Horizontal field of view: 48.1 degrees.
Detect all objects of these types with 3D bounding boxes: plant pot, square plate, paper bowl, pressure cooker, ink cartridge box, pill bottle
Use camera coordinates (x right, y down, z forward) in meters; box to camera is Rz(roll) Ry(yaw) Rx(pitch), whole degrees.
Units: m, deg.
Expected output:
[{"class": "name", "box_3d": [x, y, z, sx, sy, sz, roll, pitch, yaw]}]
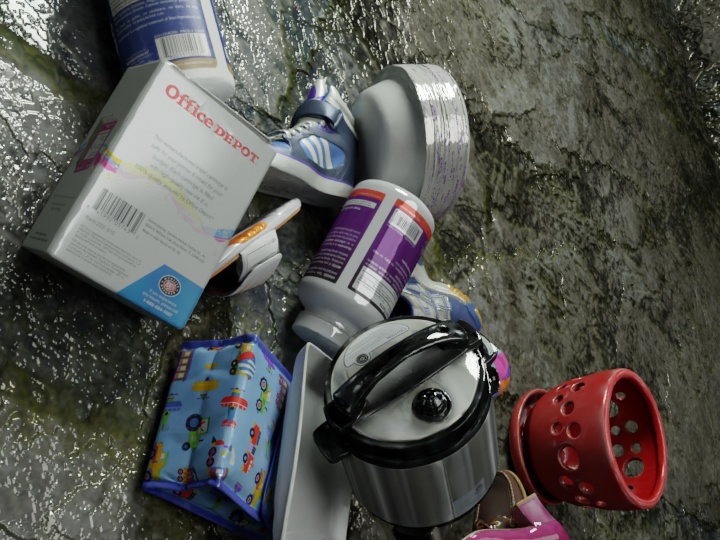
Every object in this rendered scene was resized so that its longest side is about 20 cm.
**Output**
[{"class": "plant pot", "box_3d": [0.336, 0.261, 1.214, 0.200, 0.182, 0.202, 23, 58, -43]}, {"class": "square plate", "box_3d": [-0.045, 0.195, 0.851, 0.200, 0.028, 0.200, 51, 42, -65]}, {"class": "paper bowl", "box_3d": [0.049, -0.162, 1.041, 0.104, 0.201, 0.202, -6, 79, -23]}, {"class": "pressure cooker", "box_3d": [0.055, 0.145, 0.829, 0.201, 0.177, 0.177, 75, 26, -44]}, {"class": "ink cartridge box", "box_3d": [-0.190, -0.070, 0.751, 0.144, 0.084, 0.201, 36, 74, -36]}, {"class": "pill bottle", "box_3d": [0.000, 0.000, 0.955, 0.112, 0.112, 0.201, 41, 69, -32]}, {"class": "pill bottle", "box_3d": [-0.207, -0.269, 0.842, 0.111, 0.110, 0.202, -10, 83, -51]}]

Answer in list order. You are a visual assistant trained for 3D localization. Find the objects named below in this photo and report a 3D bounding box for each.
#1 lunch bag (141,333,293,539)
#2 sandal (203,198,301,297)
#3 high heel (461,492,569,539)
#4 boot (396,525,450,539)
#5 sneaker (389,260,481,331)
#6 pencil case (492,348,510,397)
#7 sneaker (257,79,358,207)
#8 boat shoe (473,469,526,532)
[{"class": "lunch bag", "box_3d": [-0.108, 0.181, 0.816, 0.200, 0.093, 0.152, 51, 39, -47]}, {"class": "sandal", "box_3d": [-0.113, -0.018, 0.879, 0.059, 0.079, 0.207, 59, 38, -10]}, {"class": "high heel", "box_3d": [0.175, 0.369, 1.016, 0.199, 0.068, 0.096, -23, 65, -28]}, {"class": "boot", "box_3d": [0.100, 0.252, 1.024, 0.174, 0.069, 0.202, -38, 127, -50]}, {"class": "sneaker", "box_3d": [0.078, 0.052, 1.082, 0.199, 0.075, 0.089, 36, 59, -25]}, {"class": "pencil case", "box_3d": [0.124, 0.153, 1.090, 0.199, 0.088, 0.089, -8, 82, -52]}, {"class": "sneaker", "box_3d": [-0.076, -0.166, 0.970, 0.199, 0.080, 0.148, 15, 71, -51]}, {"class": "boat shoe", "box_3d": [0.184, 0.367, 1.082, 0.070, 0.070, 0.202, 24, 58, -43]}]
